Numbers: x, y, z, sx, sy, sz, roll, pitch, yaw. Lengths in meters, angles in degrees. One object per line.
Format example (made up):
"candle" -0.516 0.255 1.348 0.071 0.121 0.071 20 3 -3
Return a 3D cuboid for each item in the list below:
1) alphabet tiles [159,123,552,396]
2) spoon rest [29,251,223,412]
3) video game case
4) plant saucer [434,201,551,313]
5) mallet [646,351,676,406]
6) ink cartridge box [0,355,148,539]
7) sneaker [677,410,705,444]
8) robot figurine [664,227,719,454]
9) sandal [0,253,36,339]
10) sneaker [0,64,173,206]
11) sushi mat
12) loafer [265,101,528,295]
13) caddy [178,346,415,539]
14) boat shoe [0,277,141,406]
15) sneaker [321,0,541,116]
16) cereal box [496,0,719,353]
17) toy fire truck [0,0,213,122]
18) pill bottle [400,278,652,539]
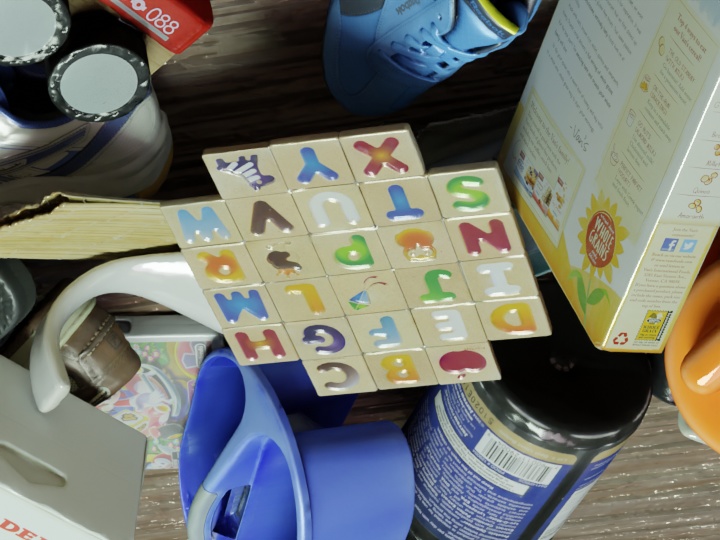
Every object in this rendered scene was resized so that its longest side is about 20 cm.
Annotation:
"alphabet tiles" 0.000 0.000 1.115 0.166 0.006 0.200 -6 142 14
"spoon rest" -0.087 0.015 1.209 0.199 0.061 0.099 -18 166 -31
"video game case" -0.179 0.075 1.350 0.199 0.018 0.143 -1 143 -2
"plant saucer" 0.125 -0.035 1.159 0.199 0.019 0.070 -21 148 -21
"mallet" 0.241 0.091 1.260 0.041 0.200 0.066 -22 149 -56
"ink cartridge box" -0.229 0.131 1.221 0.146 0.083 0.200 33 131 -27
"sneaker" 0.251 0.052 1.298 0.099 0.075 0.200 9 141 -17
"robot figurine" 0.223 0.037 1.158 0.143 0.200 0.117 11 103 19
"sandal" -0.224 0.027 1.227 0.075 0.048 0.200 50 139 -10
"sneaker" -0.196 -0.069 1.125 0.199 0.075 0.088 -13 135 -1
"sushi mat" -0.119 -0.020 1.143 0.095 0.012 0.200 -15 171 32
"loafer" 0.038 -0.054 1.154 0.199 0.070 0.075 -18 145 -7
"caddy" -0.050 0.127 1.306 0.105 0.142 0.200 -14 145 -26
"boat shoe" -0.192 0.090 1.276 0.075 0.075 0.202 40 132 -8
"sneaker" 0.037 -0.122 1.055 0.066 0.079 0.200 14 141 -24
"cereal box" 0.128 -0.084 1.011 0.039 0.144 0.200 4 127 -24
"toy fire truck" -0.099 -0.171 0.959 0.200 0.129 0.176 -37 132 21
"pill bottle" 0.081 0.104 1.326 0.111 0.112 0.200 10 141 -17
